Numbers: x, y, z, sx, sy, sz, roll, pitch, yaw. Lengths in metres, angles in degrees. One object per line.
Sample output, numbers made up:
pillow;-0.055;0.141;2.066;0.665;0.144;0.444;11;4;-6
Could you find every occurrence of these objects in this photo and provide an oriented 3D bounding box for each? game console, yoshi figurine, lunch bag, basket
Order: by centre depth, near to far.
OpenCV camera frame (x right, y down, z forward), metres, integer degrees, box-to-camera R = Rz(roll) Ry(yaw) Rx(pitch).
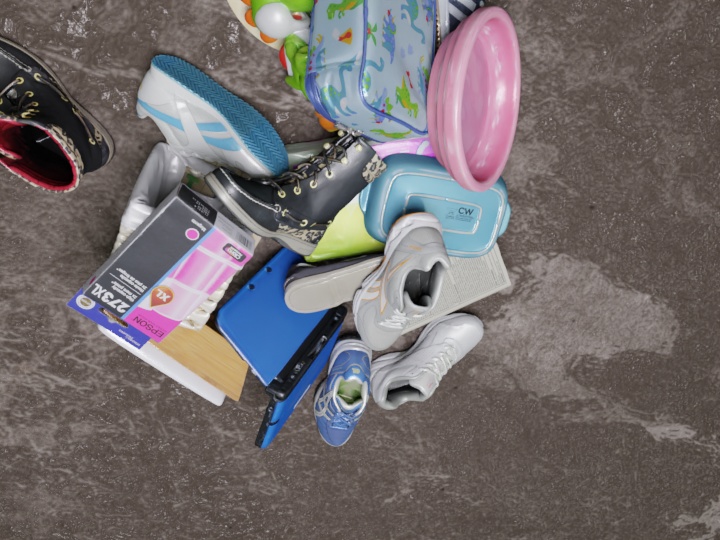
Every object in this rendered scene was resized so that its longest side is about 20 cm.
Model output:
lunch bag;0.019;-0.241;0.698;0.161;0.082;0.201;6;85;-55
yoshi figurine;-0.048;-0.262;0.730;0.112;0.112;0.200;-38;118;0
basket;-0.210;-0.042;0.773;0.135;0.200;0.124;25;113;-19
game console;-0.111;0.097;0.872;0.118;0.200;0.171;28;126;8

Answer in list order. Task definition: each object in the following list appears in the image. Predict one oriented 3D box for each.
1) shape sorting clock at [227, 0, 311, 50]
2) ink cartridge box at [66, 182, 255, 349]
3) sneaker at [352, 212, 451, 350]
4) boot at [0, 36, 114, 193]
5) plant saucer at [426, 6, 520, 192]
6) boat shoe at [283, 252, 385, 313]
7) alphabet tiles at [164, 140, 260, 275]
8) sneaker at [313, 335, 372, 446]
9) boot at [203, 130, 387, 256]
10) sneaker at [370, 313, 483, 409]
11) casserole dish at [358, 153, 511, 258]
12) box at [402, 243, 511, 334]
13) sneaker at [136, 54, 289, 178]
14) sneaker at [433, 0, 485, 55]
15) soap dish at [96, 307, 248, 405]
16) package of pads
shape sorting clock;-0.060;-0.347;0.751;0.199;0.039;0.200;-3;124;-4
ink cartridge box;-0.207;0.009;0.674;0.200;0.037;0.095;-39;118;22
sneaker;0.046;0.034;0.776;0.076;0.092;0.200;5;129;-19
boot;-0.366;-0.170;0.718;0.073;0.151;0.200;-39;115;9
plant saucer;0.128;-0.191;0.750;0.051;0.200;0.201;11;119;29
boat shoe;0.000;0.000;0.842;0.199;0.063;0.073;-11;131;-1
alphabet tiles;-0.201;-0.083;0.866;0.166;0.006;0.200;29;106;-20
sneaker;-0.029;0.191;0.969;0.076;0.077;0.200;6;124;-5
boot;-0.065;-0.105;0.733;0.154;0.074;0.204;-44;152;8
sneaker;0.102;0.142;0.967;0.200;0.099;0.078;-37;115;8
casserole dish;0.098;-0.075;0.824;0.199;0.039;0.121;9;109;-12
box;0.094;0.011;0.918;0.200;0.078;0.095;-23;115;1
sneaker;-0.173;-0.164;0.787;0.200;0.077;0.081;39;122;-3
sneaker;0.133;-0.322;0.779;0.108;0.070;0.200;-7;112;-5
soap dish;-0.238;0.076;0.857;0.200;0.157;0.081;40;86;-23
package of pads;0.011;-0.098;0.860;0.199;0.068;0.155;-10;114;-4
